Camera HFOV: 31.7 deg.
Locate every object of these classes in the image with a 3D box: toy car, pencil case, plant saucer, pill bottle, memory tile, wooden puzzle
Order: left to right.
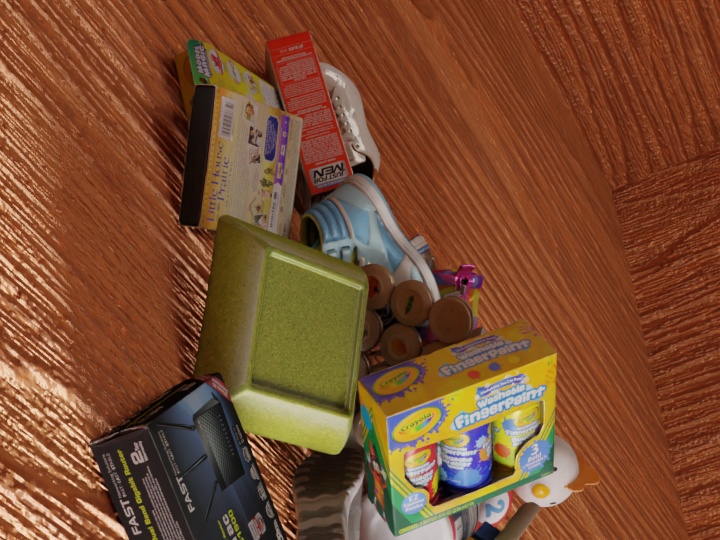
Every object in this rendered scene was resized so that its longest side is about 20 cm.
[{"bbox_3d":[-0.064,0.065,1.252,0.198,0.047,0.203,21,69,-41],"label":"plant saucer"},{"bbox_3d":[0.035,0.106,1.389,0.017,0.152,0.203,-12,122,-64],"label":"memory tile"},{"bbox_3d":[0.073,0.283,1.473,0.121,0.118,0.200,70,19,2],"label":"pill bottle"},{"bbox_3d":[0.102,0.092,1.549,0.088,0.087,0.204,4,91,-68],"label":"pencil case"},{"bbox_3d":[0.120,0.356,1.459,0.046,0.201,0.185,37,16,13],"label":"wooden puzzle"},{"bbox_3d":[0.213,0.270,1.658,0.177,0.196,0.187,-62,150,-64],"label":"toy car"}]

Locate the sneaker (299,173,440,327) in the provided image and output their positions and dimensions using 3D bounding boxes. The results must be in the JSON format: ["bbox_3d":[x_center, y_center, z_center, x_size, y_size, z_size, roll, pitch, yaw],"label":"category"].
[{"bbox_3d":[0.000,0.000,1.470,0.130,0.079,0.201,-31,86,-34],"label":"sneaker"}]

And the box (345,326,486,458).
[{"bbox_3d":[0.063,0.147,1.458,0.079,0.198,0.095,63,21,-17],"label":"box"}]

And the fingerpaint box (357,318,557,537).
[{"bbox_3d":[0.104,0.164,1.320,0.073,0.197,0.169,-131,-150,-50],"label":"fingerpaint box"}]

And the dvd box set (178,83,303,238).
[{"bbox_3d":[-0.126,-0.110,1.372,0.199,0.029,0.149,6,90,-66],"label":"dvd box set"}]

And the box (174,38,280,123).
[{"bbox_3d":[-0.147,-0.179,1.447,0.200,0.048,0.119,28,46,-65],"label":"box"}]

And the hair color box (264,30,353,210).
[{"bbox_3d":[-0.064,-0.181,1.583,0.111,0.063,0.203,112,-38,-79],"label":"hair color box"}]

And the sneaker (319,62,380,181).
[{"bbox_3d":[-0.023,-0.193,1.741,0.201,0.072,0.085,57,21,-35],"label":"sneaker"}]

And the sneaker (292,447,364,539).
[{"bbox_3d":[-0.035,0.265,1.311,0.201,0.073,0.083,-77,164,-54],"label":"sneaker"}]

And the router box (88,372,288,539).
[{"bbox_3d":[-0.137,0.205,1.082,0.203,0.061,0.150,68,21,-5],"label":"router box"}]

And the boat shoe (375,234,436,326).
[{"bbox_3d":[0.030,0.026,1.566,0.199,0.072,0.073,-34,87,-36],"label":"boat shoe"}]

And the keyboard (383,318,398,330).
[{"bbox_3d":[0.055,0.057,1.633,0.103,0.040,0.203,-6,72,-32],"label":"keyboard"}]

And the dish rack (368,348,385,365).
[{"bbox_3d":[0.057,0.127,1.680,0.153,0.054,0.203,14,56,-67],"label":"dish rack"}]
